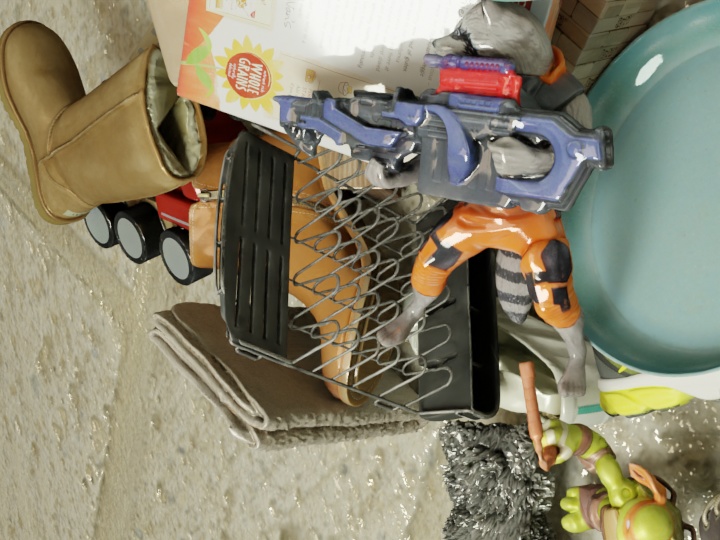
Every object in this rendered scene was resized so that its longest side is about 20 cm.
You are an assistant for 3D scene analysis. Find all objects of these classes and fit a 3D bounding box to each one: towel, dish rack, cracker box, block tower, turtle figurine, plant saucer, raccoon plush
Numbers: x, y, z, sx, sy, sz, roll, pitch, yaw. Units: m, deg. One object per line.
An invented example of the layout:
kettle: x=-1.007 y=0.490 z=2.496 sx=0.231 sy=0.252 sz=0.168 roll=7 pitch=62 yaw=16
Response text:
towel: x=-0.047 y=0.073 z=0.871 sx=0.132 sy=0.199 sz=0.035 roll=43 pitch=112 yaw=32
dish rack: x=0.000 y=0.000 z=0.735 sx=0.054 sy=0.199 sz=0.155 roll=-24 pitch=55 yaw=38
cracker box: x=0.004 y=-0.135 z=0.693 sx=0.198 sy=0.058 sz=0.135 roll=21 pitch=123 yaw=9
block tower: x=0.140 y=-0.179 z=0.673 sx=0.054 sy=0.057 sz=0.201 roll=47 pitch=136 yaw=28
turtle figurine: x=0.151 y=0.142 z=0.712 sx=0.201 sy=0.064 sz=0.161 roll=57 pitch=174 yaw=14
plant saucer: x=0.179 y=-0.042 z=0.643 sx=0.199 sy=0.027 sz=0.203 roll=-23 pitch=60 yaw=46
raccoon plush: x=0.085 y=0.186 z=0.774 sx=0.096 sy=0.201 sz=0.135 roll=-7 pitch=119 yaw=12

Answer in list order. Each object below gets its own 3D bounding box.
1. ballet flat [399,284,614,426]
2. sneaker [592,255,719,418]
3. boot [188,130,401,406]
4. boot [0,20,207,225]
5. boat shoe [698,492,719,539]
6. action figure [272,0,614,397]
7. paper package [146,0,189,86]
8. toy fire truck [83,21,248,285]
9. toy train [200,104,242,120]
ballet flat: x=0.080 y=0.053 z=0.815 sx=0.199 sy=0.069 sz=0.070 roll=23 pitch=119 yaw=44
sneaker: x=0.191 y=0.023 z=0.667 sx=0.199 sy=0.074 sz=0.086 roll=-26 pitch=82 yaw=50
boot: x=-0.051 y=-0.005 z=0.871 sx=0.153 sy=0.074 sz=0.202 roll=-1 pitch=71 yaw=19
boot: x=-0.196 y=-0.131 z=0.939 sx=0.199 sy=0.066 sz=0.177 roll=-15 pitch=92 yaw=52
boat shoe: x=0.215 y=0.144 z=0.666 sx=0.073 sy=0.074 sz=0.202 roll=31 pitch=135 yaw=48
action figure: x=0.054 y=-0.050 z=0.653 sx=0.199 sy=0.104 sz=0.196 roll=22 pitch=119 yaw=33
paper package: x=-0.047 y=-0.229 z=0.758 sx=0.189 sy=0.104 sz=0.202 roll=-2 pitch=116 yaw=25
toy fire truck: x=-0.144 y=-0.117 z=0.994 sx=0.175 sy=0.128 sz=0.202 roll=21 pitch=128 yaw=43
toy train: x=-0.040 y=-0.131 z=0.874 sx=0.198 sy=0.034 sz=0.046 roll=4 pitch=130 yaw=30
